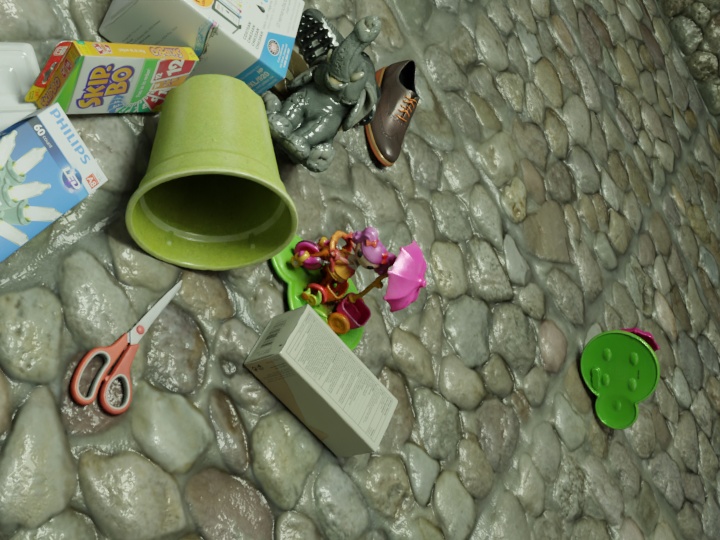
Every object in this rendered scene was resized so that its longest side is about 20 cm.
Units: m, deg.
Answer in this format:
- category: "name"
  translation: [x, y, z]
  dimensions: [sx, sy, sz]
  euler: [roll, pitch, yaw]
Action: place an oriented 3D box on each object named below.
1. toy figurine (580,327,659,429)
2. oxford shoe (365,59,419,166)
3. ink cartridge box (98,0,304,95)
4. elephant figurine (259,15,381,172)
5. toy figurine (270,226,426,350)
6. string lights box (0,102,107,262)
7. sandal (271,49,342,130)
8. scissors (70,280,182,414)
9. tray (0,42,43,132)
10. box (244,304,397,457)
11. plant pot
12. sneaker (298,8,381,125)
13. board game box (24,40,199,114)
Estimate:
- category: "toy figurine"
  translation: [0.545, 0.197, 1.688]
  dimensions: [0.184, 0.150, 0.200]
  euler: [-20, 112, -57]
- category: "oxford shoe"
  translation: [0.057, -0.268, 1.389]
  dimensions: [0.071, 0.072, 0.200]
  euler: [24, 59, -39]
- category: "ink cartridge box"
  translation: [-0.203, -0.331, 1.086]
  dimensions: [0.200, 0.145, 0.147]
  euler: [33, 54, -34]
- category: "elephant figurine"
  translation: [-0.039, -0.241, 1.143]
  dimensions: [0.200, 0.155, 0.141]
  euler: [-50, 129, -1]
- category: "toy figurine"
  translation: [0.000, 0.000, 1.135]
  dimensions: [0.200, 0.184, 0.150]
  euler: [54, 39, -12]
- category: "string lights box"
  translation: [-0.372, -0.082, 0.868]
  dimensions: [0.200, 0.059, 0.103]
  euler: [-52, 123, -43]
- category: "sandal"
  translation: [-0.095, -0.265, 1.251]
  dimensions: [0.200, 0.054, 0.080]
  euler: [33, 58, -52]
- category: "scissors"
  translation: [-0.266, 0.073, 0.960]
  dimensions: [0.073, 0.014, 0.200]
  euler: [38, 52, -28]
- category: "tray"
  translation: [-0.426, -0.199, 0.892]
  dimensions: [0.200, 0.022, 0.108]
  euler: [-16, 88, -48]
- category: "box"
  translation: [-0.049, 0.151, 1.111]
  dimensions: [0.200, 0.078, 0.095]
  euler: [50, 45, -21]
- category: "plant pot"
  translation: [-0.179, -0.130, 1.020]
  dimensions: [0.200, 0.200, 0.185]
  euler: [25, 47, -38]
- category: "sneaker"
  translation: [-0.028, -0.335, 1.335]
  dimensions: [0.200, 0.066, 0.091]
  euler: [56, 41, -21]
- category: "board game box"
  translation: [-0.287, -0.224, 0.975]
  dimensions: [0.200, 0.096, 0.030]
  euler: [-14, 66, -55]
